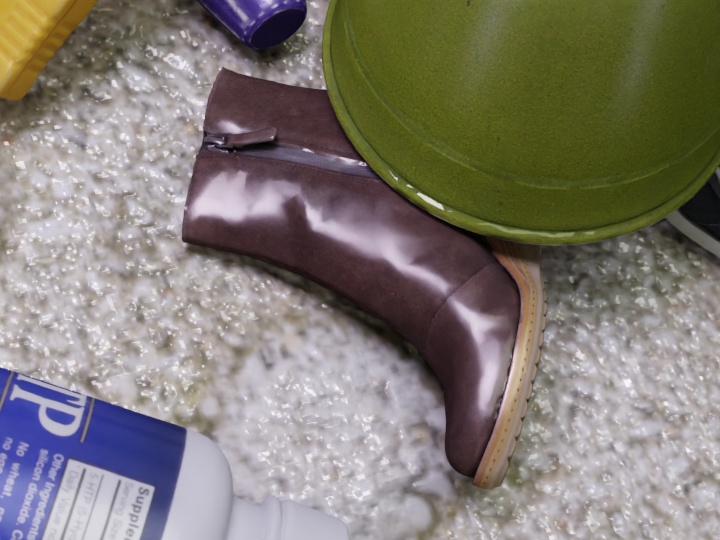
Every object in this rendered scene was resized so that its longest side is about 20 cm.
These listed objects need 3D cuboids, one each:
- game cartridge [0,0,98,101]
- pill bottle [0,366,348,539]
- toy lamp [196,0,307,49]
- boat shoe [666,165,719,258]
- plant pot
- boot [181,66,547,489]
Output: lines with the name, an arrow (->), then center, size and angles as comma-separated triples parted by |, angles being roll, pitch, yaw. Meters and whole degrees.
game cartridge -> -0.157, -0.206, 0.853 | 0.176, 0.032, 0.200 | 41, 97, 18
pill bottle -> -0.112, 0.107, 0.721 | 0.199, 0.120, 0.120 | 20, 57, -9
toy lamp -> -0.088, -0.197, 0.944 | 0.058, 0.058, 0.200 | -19, 67, -28
boat shoe -> 0.243, -0.016, 0.950 | 0.200, 0.068, 0.072 | 29, 58, -12
plant pot -> 0.091, -0.147, 0.812 | 0.199, 0.193, 0.201 | 3, 59, -5
boot -> 0.000, 0.000, 0.869 | 0.166, 0.072, 0.201 | 7, 60, -2
